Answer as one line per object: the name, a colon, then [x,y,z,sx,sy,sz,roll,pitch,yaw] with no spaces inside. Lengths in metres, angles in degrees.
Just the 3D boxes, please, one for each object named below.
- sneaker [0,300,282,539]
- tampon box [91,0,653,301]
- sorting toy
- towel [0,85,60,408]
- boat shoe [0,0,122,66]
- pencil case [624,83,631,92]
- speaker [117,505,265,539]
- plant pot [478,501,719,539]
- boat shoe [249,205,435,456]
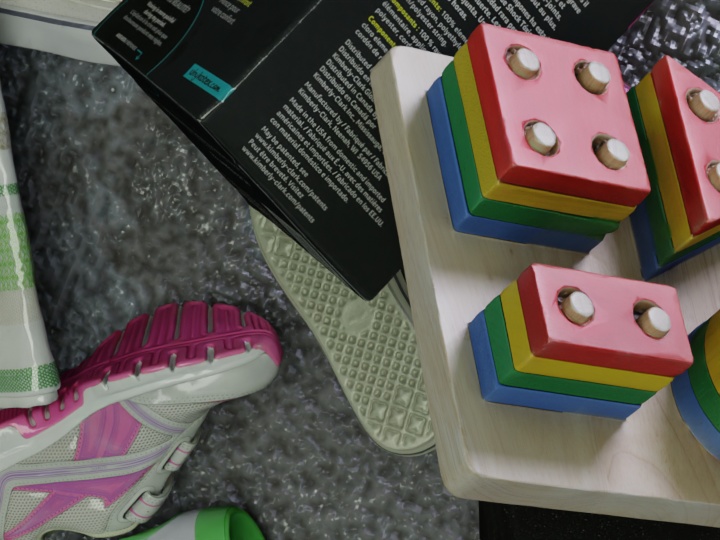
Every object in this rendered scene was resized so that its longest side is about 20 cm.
sneaker: [-0.120,0.084,1.136,0.199,0.081,0.089,-24,108,20]
tampon box: [0.007,-0.118,1.010,0.200,0.150,0.126,-45,122,-3]
sorting toy: [0.118,-0.004,0.904,0.070,0.197,0.201,-46,44,45]
towel: [-0.212,-0.030,1.128,0.148,0.031,0.202,-4,96,46]
boat shoe: [-0.121,-0.141,1.114,0.198,0.071,0.070,12,102,15]
pencil case: [0.152,-0.033,1.067,0.199,0.087,0.083,28,63,5]
speaker: [-0.142,0.189,1.146,0.199,0.088,0.089,-22,93,13]
plant pot: [0.144,0.152,1.012,0.197,0.178,0.201,2,124,9]
boat shoe: [0.000,0.000,1.114,0.074,0.062,0.201,-29,76,16]
